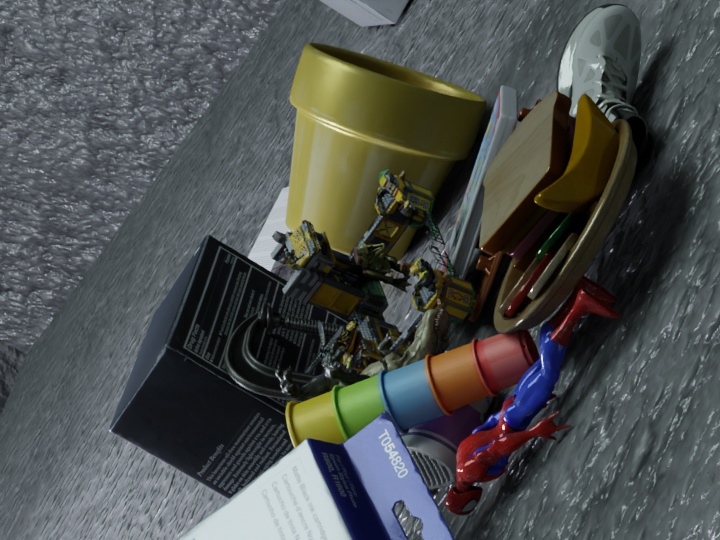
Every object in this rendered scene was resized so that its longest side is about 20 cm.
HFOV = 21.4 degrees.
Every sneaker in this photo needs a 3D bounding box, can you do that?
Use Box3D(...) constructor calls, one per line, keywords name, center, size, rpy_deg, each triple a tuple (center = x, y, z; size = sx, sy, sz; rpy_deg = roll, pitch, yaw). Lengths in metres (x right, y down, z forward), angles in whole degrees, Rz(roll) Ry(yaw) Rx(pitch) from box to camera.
Box3D(name="sneaker", center=(0.045, 0.126, 1.585), size=(0.200, 0.073, 0.115), rpy_deg=(-14, 42, 56))
Box3D(name="sneaker", center=(0.212, -0.133, 1.560), size=(0.115, 0.075, 0.201), rpy_deg=(-10, 58, 61))

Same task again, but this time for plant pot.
Box3D(name="plant pot", center=(0.011, -0.117, 1.980), size=(0.201, 0.200, 0.190), rpy_deg=(-122, 48, -74))

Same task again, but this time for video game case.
Box3D(name="video game case", center=(0.102, -0.057, 1.701), size=(0.143, 0.017, 0.201), rpy_deg=(-74, 2, -74))

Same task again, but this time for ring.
Box3D(name="ring", center=(0.120, -0.053, 1.648), size=(0.200, 0.019, 0.201), rpy_deg=(18, -90, -89))

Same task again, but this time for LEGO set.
Box3D(name="LEGO set", center=(0.000, 0.000, 1.642), size=(0.154, 0.116, 0.200), rpy_deg=(-47, 38, 32))

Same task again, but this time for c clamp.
Box3D(name="c clamp", center=(-0.022, 0.071, 1.695), size=(0.171, 0.199, 0.027), rpy_deg=(-93, 13, -53))

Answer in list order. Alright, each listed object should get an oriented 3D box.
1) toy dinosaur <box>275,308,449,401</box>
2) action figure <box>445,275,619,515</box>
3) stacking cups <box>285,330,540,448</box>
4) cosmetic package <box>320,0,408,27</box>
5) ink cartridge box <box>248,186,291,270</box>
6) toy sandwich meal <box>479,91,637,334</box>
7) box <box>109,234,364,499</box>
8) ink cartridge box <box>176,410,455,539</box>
Box3D(name="toy dinosaur", center=(-0.014, 0.095, 1.545), size=(0.200, 0.088, 0.048), rpy_deg=(-40, 40, 23))
Box3D(name="action figure", center=(0.122, 0.100, 1.400), size=(0.200, 0.052, 0.065), rpy_deg=(-54, 11, 16))
Box3D(name="stacking cups", center=(0.041, 0.092, 1.479), size=(0.199, 0.061, 0.061), rpy_deg=(-25, 25, 15))
Box3D(name="cosmetic package", center=(0.029, -0.464, 2.732), size=(0.200, 0.123, 0.200), rpy_deg=(-59, 15, -1))
Box3D(name="ink cartridge box", center=(-0.104, -0.017, 2.439), size=(0.201, 0.050, 0.161), rpy_deg=(-65, 15, -9))
Box3D(name="toy sandwich meal", center=(0.137, -0.048, 1.439), size=(0.206, 0.070, 0.205), rpy_deg=(-58, 8, 13))
Box3D(name="box", center=(-0.103, 0.102, 1.760), size=(0.123, 0.198, 0.200), rpy_deg=(-52, 12, 29))
Box3D(name="ink cartridge box", center=(-0.028, 0.224, 1.374), size=(0.200, 0.041, 0.200), rpy_deg=(-38, 51, 11))
